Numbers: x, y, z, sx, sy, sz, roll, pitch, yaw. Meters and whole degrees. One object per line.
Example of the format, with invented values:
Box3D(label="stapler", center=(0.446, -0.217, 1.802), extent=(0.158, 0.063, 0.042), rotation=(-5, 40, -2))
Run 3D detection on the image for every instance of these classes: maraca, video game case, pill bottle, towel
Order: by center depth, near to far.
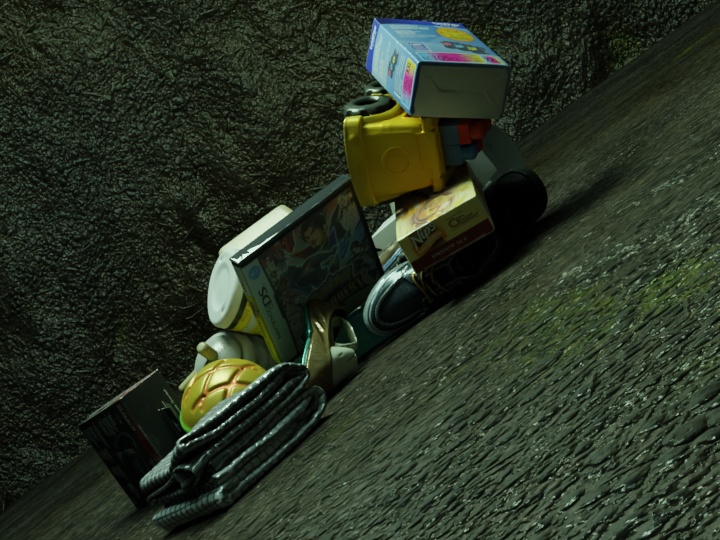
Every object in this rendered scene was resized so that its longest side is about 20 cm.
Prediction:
Box3D(label="towel", center=(-0.149, 0.193, 1.411), extent=(0.200, 0.086, 0.165), rotation=(-39, 4, -37))
Box3D(label="maraca", center=(-0.159, 0.177, 1.616), extent=(0.137, 0.108, 0.199), rotation=(-37, 28, -21))
Box3D(label="video game case", center=(-0.064, 0.001, 1.672), extent=(0.199, 0.182, 0.025), rotation=(-38, 39, -22))
Box3D(label="pill bottle", center=(-0.107, 0.041, 1.768), extent=(0.197, 0.113, 0.111), rotation=(12, -20, -25))

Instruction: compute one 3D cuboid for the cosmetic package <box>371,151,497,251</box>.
Box3D(label="cosmetic package", center=(0.106, -0.095, 1.840), extent=(0.199, 0.051, 0.083), rotation=(-38, 7, 30))

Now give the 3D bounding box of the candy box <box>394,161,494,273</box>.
Box3D(label="candy box", center=(0.105, -0.074, 1.628), extent=(0.114, 0.056, 0.200), rotation=(-29, 15, 10))

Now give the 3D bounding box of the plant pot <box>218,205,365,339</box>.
Box3D(label="plant pot", center=(-0.120, 0.017, 2.053), extent=(0.199, 0.178, 0.200), rotation=(-36, -25, -2))

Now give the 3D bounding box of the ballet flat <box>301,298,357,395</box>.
Box3D(label="ballet flat", center=(-0.039, 0.102, 1.590), extent=(0.071, 0.069, 0.201), rotation=(-2, 29, 1))

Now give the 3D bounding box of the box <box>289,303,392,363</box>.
Box3D(label="box", center=(-0.030, 0.104, 1.713), extent=(0.199, 0.049, 0.082), rotation=(-35, 4, 15))

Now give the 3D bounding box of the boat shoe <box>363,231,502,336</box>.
Box3D(label="boat shoe", center=(0.091, 0.010, 1.614), extent=(0.200, 0.071, 0.091), rotation=(-40, 11, -13))

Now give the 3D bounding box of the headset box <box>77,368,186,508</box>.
Box3D(label="headset box", center=(-0.290, 0.233, 1.725), extent=(0.077, 0.150, 0.199), rotation=(-38, 4, -36))

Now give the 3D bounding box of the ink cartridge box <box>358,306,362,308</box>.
Box3D(label="ink cartridge box", center=(-0.031, 0.107, 1.884), extent=(0.198, 0.058, 0.162), rotation=(-7, 20, 36))

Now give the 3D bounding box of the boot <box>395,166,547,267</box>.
Box3D(label="boot", center=(0.153, -0.050, 1.725), extent=(0.157, 0.080, 0.211), rotation=(-35, -3, -38))

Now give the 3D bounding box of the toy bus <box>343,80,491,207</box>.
Box3D(label="toy bus", center=(0.088, -0.183, 1.674), extent=(0.189, 0.138, 0.200), rotation=(-6, 23, 21))

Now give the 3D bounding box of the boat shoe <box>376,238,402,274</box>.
Box3D(label="boat shoe", center=(0.000, 0.000, 1.841), extent=(0.200, 0.073, 0.072), rotation=(-42, -6, 41))

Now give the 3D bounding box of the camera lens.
Box3D(label="camera lens", center=(0.157, -0.128, 2.040), extent=(0.199, 0.161, 0.160), rotation=(-33, 4, 35))

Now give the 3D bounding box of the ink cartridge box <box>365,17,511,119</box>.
Box3D(label="ink cartridge box", center=(0.093, -0.272, 1.644), extent=(0.134, 0.077, 0.200), rotation=(-1, 28, -22))

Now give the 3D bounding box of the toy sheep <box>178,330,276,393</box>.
Box3D(label="toy sheep", center=(-0.178, 0.151, 1.774), extent=(0.137, 0.139, 0.200), rotation=(-35, -31, 5))
